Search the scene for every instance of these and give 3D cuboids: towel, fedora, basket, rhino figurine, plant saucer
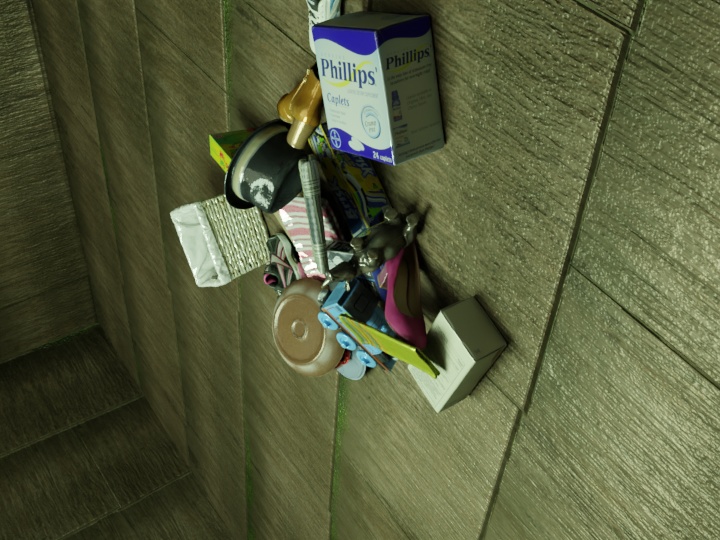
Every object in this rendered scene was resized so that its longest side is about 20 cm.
[{"bbox_3d":[-0.085,-0.056,1.702,0.145,0.030,0.202,6,128,44],"label":"towel"},{"bbox_3d":[-0.162,-0.181,1.632,0.091,0.200,0.202,40,144,25],"label":"fedora"},{"bbox_3d":[-0.323,-0.080,2.046,0.197,0.159,0.203,-6,105,62],"label":"basket"},{"bbox_3d":[0.015,-0.029,1.447,0.060,0.199,0.087,52,180,15],"label":"rhino figurine"},{"bbox_3d":[0.045,0.125,1.453,0.199,0.018,0.086,21,161,48],"label":"towel"},{"bbox_3d":[-0.114,0.118,1.758,0.198,0.036,0.204,4,96,38],"label":"plant saucer"},{"bbox_3d":[-0.077,-0.102,1.518,0.200,0.034,0.196,-124,25,-78],"label":"towel"}]

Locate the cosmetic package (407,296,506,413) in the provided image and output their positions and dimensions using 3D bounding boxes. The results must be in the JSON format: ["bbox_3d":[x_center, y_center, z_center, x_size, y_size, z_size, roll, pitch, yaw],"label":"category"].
[{"bbox_3d":[0.156,0.142,1.441,0.106,0.070,0.201,57,151,20],"label":"cosmetic package"}]

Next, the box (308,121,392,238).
[{"bbox_3d":[-0.016,-0.164,1.530,0.202,0.064,0.070,65,153,5],"label":"box"}]

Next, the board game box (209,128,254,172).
[{"bbox_3d":[-0.235,-0.234,1.799,0.200,0.100,0.048,-133,38,-51],"label":"board game box"}]

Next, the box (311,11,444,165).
[{"bbox_3d":[0.025,-0.282,1.323,0.183,0.104,0.203,25,130,52],"label":"box"}]

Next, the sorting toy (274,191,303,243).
[{"bbox_3d":[-0.129,-0.131,1.800,0.201,0.036,0.186,60,152,23],"label":"sorting toy"}]

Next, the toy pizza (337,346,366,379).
[{"bbox_3d":[-0.038,0.134,1.831,0.200,0.031,0.202,42,143,42],"label":"toy pizza"}]

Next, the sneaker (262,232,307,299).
[{"bbox_3d":[-0.178,-0.008,1.883,0.200,0.085,0.081,-127,19,-52],"label":"sneaker"}]

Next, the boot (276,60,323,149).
[{"bbox_3d":[-0.092,-0.319,1.553,0.145,0.070,0.202,-62,22,27],"label":"boot"}]

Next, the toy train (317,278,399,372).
[{"bbox_3d":[0.007,0.104,1.604,0.200,0.087,0.114,45,150,-15],"label":"toy train"}]

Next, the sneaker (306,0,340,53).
[{"bbox_3d":[-0.064,-0.431,1.408,0.072,0.072,0.201,52,151,24],"label":"sneaker"}]

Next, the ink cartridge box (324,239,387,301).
[{"bbox_3d":[0.000,0.000,1.601,0.199,0.039,0.100,8,128,48],"label":"ink cartridge box"}]

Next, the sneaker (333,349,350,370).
[{"bbox_3d":[-0.081,0.170,1.829,0.109,0.067,0.202,61,150,20],"label":"sneaker"}]

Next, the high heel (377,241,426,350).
[{"bbox_3d":[0.081,0.035,1.444,0.097,0.067,0.201,-57,39,30],"label":"high heel"}]
